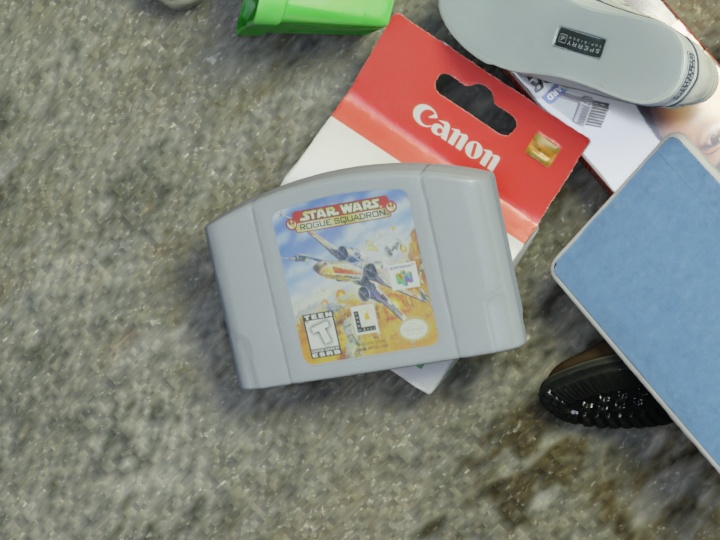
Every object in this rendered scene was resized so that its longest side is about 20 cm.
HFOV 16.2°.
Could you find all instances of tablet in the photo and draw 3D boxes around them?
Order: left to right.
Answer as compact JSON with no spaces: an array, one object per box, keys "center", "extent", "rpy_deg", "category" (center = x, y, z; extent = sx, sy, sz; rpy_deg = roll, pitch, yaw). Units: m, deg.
[{"center":[0.219,0.022,1.604],"extent":[0.130,0.014,0.200],"rpy_deg":[-48,61,17],"category":"tablet"}]

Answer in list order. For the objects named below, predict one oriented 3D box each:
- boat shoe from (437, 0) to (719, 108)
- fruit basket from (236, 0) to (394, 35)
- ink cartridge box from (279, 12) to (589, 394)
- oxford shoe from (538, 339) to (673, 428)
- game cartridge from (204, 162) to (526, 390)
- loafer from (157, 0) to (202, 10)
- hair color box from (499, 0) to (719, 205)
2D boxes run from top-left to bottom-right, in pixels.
[{"center":[0.145,-0.151,1.621],"extent":[0.201,0.086,0.075],"rpy_deg":[22,96,35],"category":"boat shoe"},{"center":[-0.062,-0.259,1.660],"extent":[0.214,0.155,0.217],"rpy_deg":[0,92,-9],"category":"fruit basket"},{"center":[0.034,-0.042,1.674],"extent":[0.161,0.050,0.201],"rpy_deg":[33,113,6],"category":"ink cartridge box"},{"center":[0.209,0.047,1.672],"extent":[0.199,0.073,0.085],"rpy_deg":[-22,42,23],"category":"oxford shoe"},{"center":[0.000,0.000,1.654],"extent":[0.199,0.042,0.134],"rpy_deg":[-10,104,17],"category":"game cartridge"},{"center":[-0.154,-0.273,1.714],"extent":[0.070,0.070,0.201],"rpy_deg":[-24,87,5],"category":"loafer"},{"center":[0.172,-0.127,1.683],"extent":[0.111,0.064,0.200],"rpy_deg":[-41,87,3],"category":"hair color box"}]
